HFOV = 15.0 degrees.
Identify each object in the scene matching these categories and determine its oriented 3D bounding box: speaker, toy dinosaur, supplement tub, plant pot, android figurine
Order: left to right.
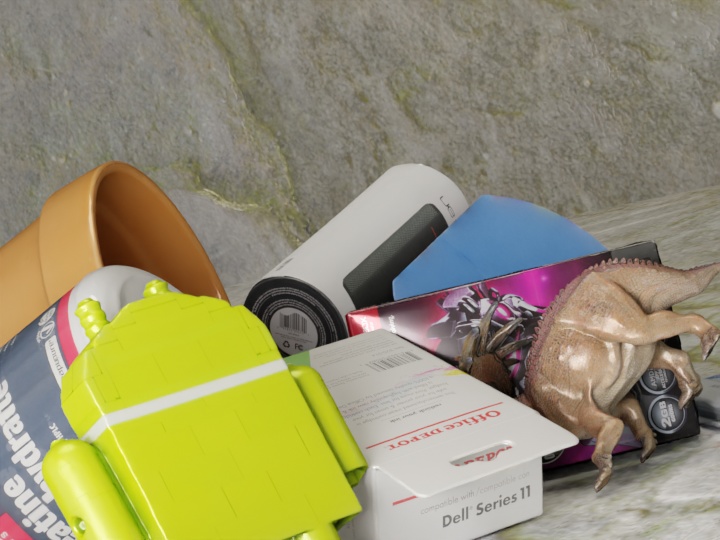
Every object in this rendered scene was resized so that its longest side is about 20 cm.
[{"bbox_3d":[-0.167,0.105,1.539,0.200,0.140,0.140,-39,-5,20],"label":"supplement tub"},{"bbox_3d":[-0.173,0.050,1.703,0.140,0.200,0.200,-24,1,15],"label":"plant pot"},{"bbox_3d":[-0.080,0.093,1.418,0.182,0.200,0.041,-19,-19,-40],"label":"android figurine"},{"bbox_3d":[0.000,0.000,1.837,0.081,0.081,0.200,-11,17,32],"label":"speaker"},{"bbox_3d":[0.129,0.047,1.625,0.200,0.135,0.086,-51,-16,-6],"label":"toy dinosaur"}]

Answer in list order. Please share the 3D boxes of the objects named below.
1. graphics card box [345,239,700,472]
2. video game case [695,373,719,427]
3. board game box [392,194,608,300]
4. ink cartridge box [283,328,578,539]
[{"bbox_3d":[0.100,0.063,1.690,0.199,0.126,0.051,-13,-3,3],"label":"graphics card box"},{"bbox_3d":[0.310,0.063,1.717,0.200,0.022,0.182,-14,4,-10],"label":"video game case"},{"bbox_3d":[0.103,0.040,1.832,0.200,0.158,0.039,-44,-8,-44],"label":"board game box"},{"bbox_3d":[0.023,0.105,1.549,0.117,0.067,0.200,-16,25,-29],"label":"ink cartridge box"}]
